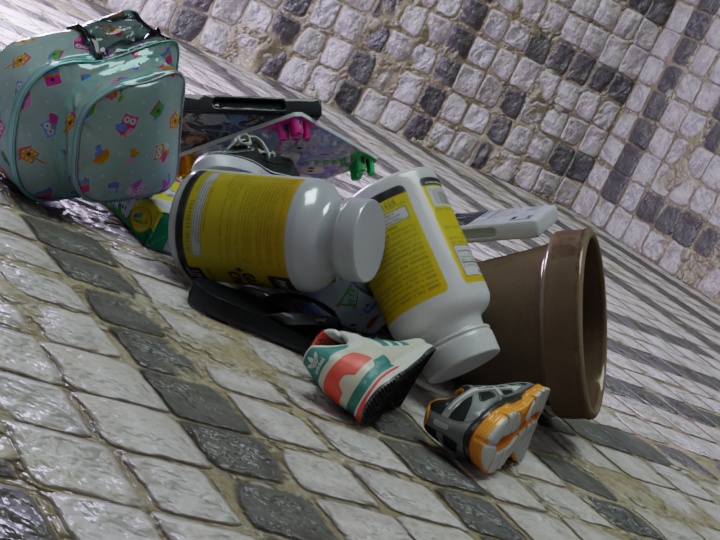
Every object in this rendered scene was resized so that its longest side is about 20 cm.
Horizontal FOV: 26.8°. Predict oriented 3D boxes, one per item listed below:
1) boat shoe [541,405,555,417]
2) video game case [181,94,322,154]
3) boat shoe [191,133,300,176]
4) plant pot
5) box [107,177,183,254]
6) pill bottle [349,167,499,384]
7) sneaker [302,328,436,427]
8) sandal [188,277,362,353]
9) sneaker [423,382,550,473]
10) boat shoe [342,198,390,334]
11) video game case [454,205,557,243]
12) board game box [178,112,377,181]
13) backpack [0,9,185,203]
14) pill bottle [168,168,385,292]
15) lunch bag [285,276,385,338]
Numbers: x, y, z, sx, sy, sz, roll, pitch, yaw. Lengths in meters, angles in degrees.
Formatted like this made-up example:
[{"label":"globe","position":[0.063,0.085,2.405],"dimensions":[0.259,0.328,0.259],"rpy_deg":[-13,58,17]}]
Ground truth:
[{"label":"boat shoe","position":[0.163,0.101,1.748],"dimensions":[0.074,0.062,0.200],"rpy_deg":[17,29,-52]},{"label":"video game case","position":[-0.161,-0.161,1.839],"dimensions":[0.179,0.026,0.200],"rpy_deg":[0,-18,-21]},{"label":"boat shoe","position":[-0.130,-0.121,1.742],"dimensions":[0.199,0.073,0.069],"rpy_deg":[7,63,-55]},{"label":"plant pot","position":[0.167,0.057,1.621],"dimensions":[0.173,0.203,0.200],"rpy_deg":[0,3,16]},{"label":"box","position":[-0.220,-0.071,1.661],"dimensions":[0.117,0.049,0.200],"rpy_deg":[19,16,-38]},{"label":"pill bottle","position":[0.065,0.007,1.533],"dimensions":[0.111,0.111,0.202],"rpy_deg":[6,58,-63]},{"label":"sneaker","position":[0.005,0.081,1.402],"dimensions":[0.093,0.071,0.200],"rpy_deg":[34,14,9]},{"label":"sandal","position":[-0.070,0.045,1.473],"dimensions":[0.199,0.043,0.076],"rpy_deg":[21,11,-30]},{"label":"sneaker","position":[0.123,0.137,1.431],"dimensions":[0.077,0.079,0.200],"rpy_deg":[21,6,20]},{"label":"boat shoe","position":[0.000,0.000,1.737],"dimensions":[0.074,0.074,0.200],"rpy_deg":[-16,56,-36]},{"label":"video game case","position":[0.125,-0.049,1.721],"dimensions":[0.180,0.024,0.200],"rpy_deg":[-4,6,14]},{"label":"board game box","position":[-0.107,-0.128,1.879],"dimensions":[0.198,0.026,0.200],"rpy_deg":[-16,-20,26]},{"label":"backpack","position":[-0.279,-0.155,1.532],"dimensions":[0.198,0.177,0.153],"rpy_deg":[-12,39,-31]},{"label":"pill bottle","position":[-0.081,-0.038,1.493],"dimensions":[0.198,0.113,0.112],"rpy_deg":[6,2,23]},{"label":"lunch bag","position":[-0.043,-0.008,1.622],"dimensions":[0.200,0.076,0.160],"rpy_deg":[50,12,24]}]
